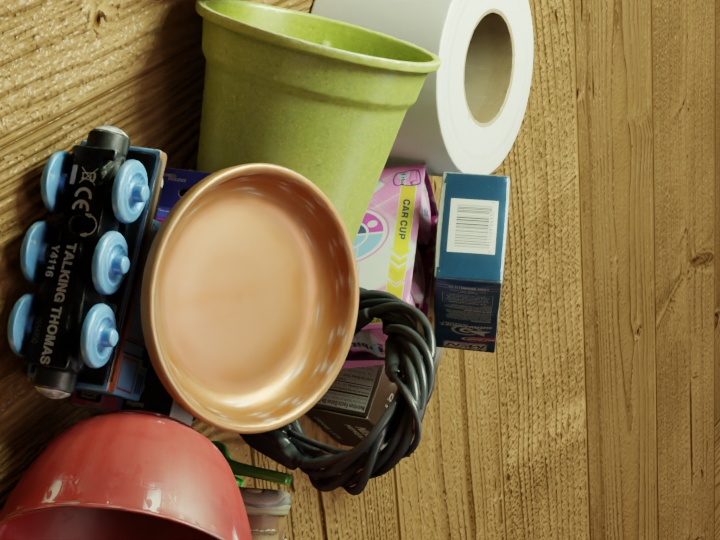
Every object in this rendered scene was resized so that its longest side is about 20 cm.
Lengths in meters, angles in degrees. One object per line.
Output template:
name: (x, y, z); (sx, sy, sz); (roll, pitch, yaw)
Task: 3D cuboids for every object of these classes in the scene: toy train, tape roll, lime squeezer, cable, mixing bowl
toy train: (-0.192, -0.002, 1.329); (0.114, 0.087, 0.200); (35, 65, -69)
tape roll: (0.056, -0.190, 1.669); (0.203, 0.139, 0.203); (-24, 118, -58)
lime squeezer: (-0.113, 0.167, 1.505); (0.038, 0.071, 0.200); (-56, -172, -15)
cable: (-0.006, 0.091, 1.426); (0.163, 0.200, 0.051); (-54, 127, -14)
mixing bowl: (-0.166, 0.171, 1.332); (0.200, 0.200, 0.108); (59, 30, -50)

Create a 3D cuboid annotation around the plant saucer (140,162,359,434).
plant saucer: (-0.085, 0.020, 1.358); (0.200, 0.037, 0.200); (-4, 96, -42)

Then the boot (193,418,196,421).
boot: (-0.136, 0.098, 1.486); (0.132, 0.070, 0.200); (-64, 161, 2)

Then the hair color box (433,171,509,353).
hair color box: (0.097, -0.004, 1.625); (0.200, 0.060, 0.100); (83, 13, -70)

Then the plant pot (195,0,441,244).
plant pot: (-0.054, -0.105, 1.465); (0.200, 0.200, 0.184); (-11, 119, -60)

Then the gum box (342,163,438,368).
gum box: (0.000, 0.000, 1.581); (0.200, 0.113, 0.066); (-81, 160, -46)

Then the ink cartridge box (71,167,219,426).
ink cartridge box: (-0.151, 0.016, 1.390); (0.037, 0.095, 0.200); (31, 71, -57)

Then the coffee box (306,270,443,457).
coffee box: (0.024, 0.063, 1.741); (0.114, 0.080, 0.200); (45, 58, -56)

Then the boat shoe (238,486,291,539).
boat shoe: (-0.096, 0.221, 1.515); (0.200, 0.076, 0.072); (98, -6, -79)
